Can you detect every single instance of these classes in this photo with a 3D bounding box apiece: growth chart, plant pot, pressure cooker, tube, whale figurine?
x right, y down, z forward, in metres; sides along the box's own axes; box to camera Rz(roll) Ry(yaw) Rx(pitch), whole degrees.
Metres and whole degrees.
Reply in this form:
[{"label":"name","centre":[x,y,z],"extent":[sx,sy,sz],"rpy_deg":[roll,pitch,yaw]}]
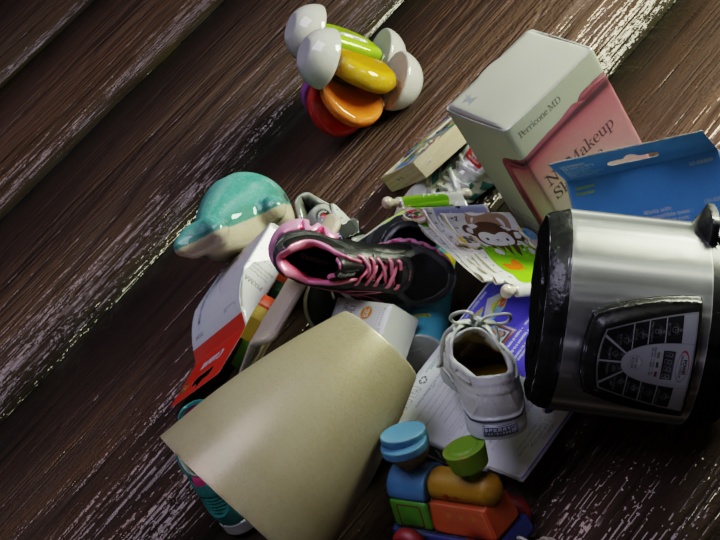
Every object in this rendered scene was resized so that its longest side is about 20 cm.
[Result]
[{"label":"growth chart","centre":[0.135,-0.030,1.234],"extent":[0.144,0.018,0.200],"rpy_deg":[-14,43,-42]},{"label":"plant pot","centre":[-0.046,0.142,1.093],"extent":[0.200,0.187,0.187],"rpy_deg":[-47,36,-10]},{"label":"pressure cooker","centre":[0.243,0.038,1.001],"extent":[0.199,0.176,0.179],"rpy_deg":[7,69,3]},{"label":"tube","centre":[0.073,0.027,1.314],"extent":[0.077,0.050,0.200],"rpy_deg":[-13,34,15]},{"label":"whale figurine","centre":[-0.169,-0.068,1.507],"extent":[0.159,0.104,0.200],"rpy_deg":[-23,-1,24]}]

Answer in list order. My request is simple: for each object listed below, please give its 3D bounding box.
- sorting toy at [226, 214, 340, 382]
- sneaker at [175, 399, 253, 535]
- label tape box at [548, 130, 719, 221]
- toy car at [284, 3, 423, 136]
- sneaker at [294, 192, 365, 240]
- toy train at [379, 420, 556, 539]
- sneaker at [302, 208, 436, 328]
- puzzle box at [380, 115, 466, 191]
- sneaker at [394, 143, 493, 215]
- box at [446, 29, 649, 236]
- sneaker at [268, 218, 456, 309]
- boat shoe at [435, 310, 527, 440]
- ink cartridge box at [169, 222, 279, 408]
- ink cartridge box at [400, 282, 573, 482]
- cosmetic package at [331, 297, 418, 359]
[{"label":"sorting toy","centre":[-0.098,0.042,1.357],"extent":[0.185,0.036,0.200],"rpy_deg":[-61,3,-30]},{"label":"sneaker","centre":[-0.136,0.165,1.264],"extent":[0.083,0.121,0.200],"rpy_deg":[-16,40,26]},{"label":"label tape box","centre":[0.277,-0.051,1.085],"extent":[0.144,0.200,0.064],"rpy_deg":[-11,70,32]},{"label":"toy car","centre":[-0.023,-0.266,1.651],"extent":[0.150,0.175,0.200],"rpy_deg":[-65,27,25]},{"label":"sneaker","centre":[-0.030,-0.031,1.427],"extent":[0.074,0.089,0.200],"rpy_deg":[-39,38,-6]},{"label":"toy train","centre":[0.107,0.191,1.014],"extent":[0.200,0.116,0.085],"rpy_deg":[0,27,41]},{"label":"sneaker","centre":[0.011,-0.002,1.309],"extent":[0.200,0.072,0.083],"rpy_deg":[-43,10,12]},{"label":"puzzle box","centre":[0.097,-0.154,1.428],"extent":[0.133,0.025,0.200],"rpy_deg":[-42,6,-8]},{"label":"sneaker","centre":[0.115,-0.111,1.359],"extent":[0.200,0.093,0.070],"rpy_deg":[-37,72,-14]},{"label":"box","centre":[0.205,-0.127,1.234],"extent":[0.128,0.200,0.109],"rpy_deg":[-44,35,-8]},{"label":"sneaker","centre":[0.000,0.000,1.221],"extent":[0.199,0.079,0.095],"rpy_deg":[9,8,0]},{"label":"boat shoe","centre":[0.105,0.073,1.074],"extent":[0.074,0.086,0.202],"rpy_deg":[-8,18,2]},{"label":"ink cartridge box","centre":[-0.166,0.054,1.414],"extent":[0.200,0.057,0.162],"rpy_deg":[-55,11,-34]},{"label":"ink cartridge box","centre":[0.147,0.109,1.153],"extent":[0.198,0.043,0.200],"rpy_deg":[-50,35,-18]},{"label":"cosmetic package","centre":[-0.014,0.130,1.211],"extent":[0.082,0.051,0.201],"rpy_deg":[6,71,42]}]
